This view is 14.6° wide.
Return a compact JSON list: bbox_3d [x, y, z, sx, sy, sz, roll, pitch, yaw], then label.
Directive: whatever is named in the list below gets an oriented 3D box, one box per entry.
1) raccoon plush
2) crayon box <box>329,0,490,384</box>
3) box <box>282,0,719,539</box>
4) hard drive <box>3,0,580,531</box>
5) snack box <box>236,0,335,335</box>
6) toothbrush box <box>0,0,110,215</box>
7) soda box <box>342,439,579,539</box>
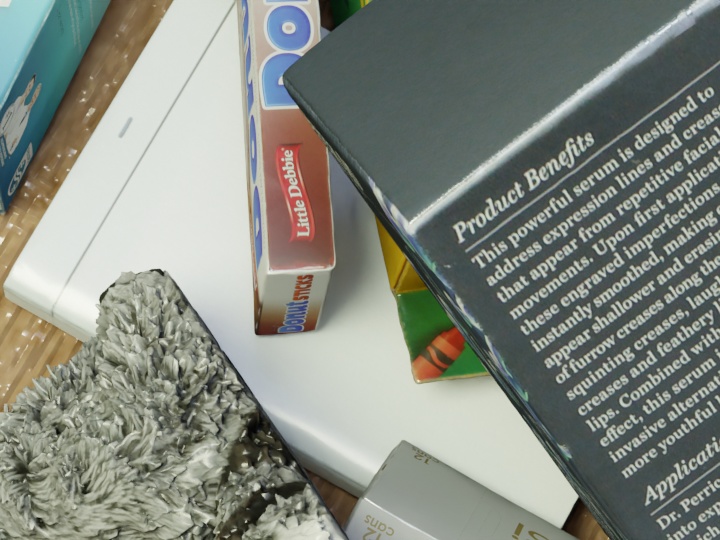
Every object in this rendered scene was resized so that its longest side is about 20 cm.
[{"bbox_3d":[-0.085,0.077,0.826,0.134,0.200,0.097,-35,104,-3],"label":"raccoon plush"},{"bbox_3d":[0.061,-0.068,0.922,0.126,0.051,0.201,-7,66,-13],"label":"crayon box"},{"bbox_3d":[0.087,0.007,0.804,0.107,0.148,0.200,-36,113,0],"label":"box"},{"bbox_3d":[0.000,0.000,0.933,0.199,0.027,0.132,29,74,4],"label":"hard drive"},{"bbox_3d":[-0.027,-0.085,0.904,0.024,0.072,0.202,-2,74,-6],"label":"snack box"},{"bbox_3d":[-0.143,-0.145,0.933,0.146,0.085,0.201,23,75,4],"label":"toothbrush box"},{"bbox_3d":[0.078,0.136,0.868,0.199,0.064,0.068,29,108,4],"label":"soda box"}]
